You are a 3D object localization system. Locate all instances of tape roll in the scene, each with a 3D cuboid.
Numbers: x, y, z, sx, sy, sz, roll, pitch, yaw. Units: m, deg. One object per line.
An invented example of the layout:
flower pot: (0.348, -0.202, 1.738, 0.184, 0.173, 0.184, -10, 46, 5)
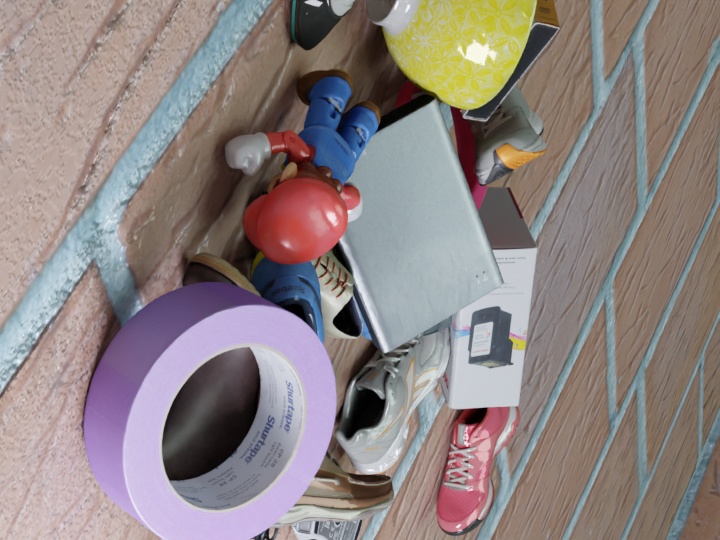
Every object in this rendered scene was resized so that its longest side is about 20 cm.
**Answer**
tape roll: (-0.116, 0.114, 1.394, 0.199, 0.065, 0.202, -15, 115, -34)

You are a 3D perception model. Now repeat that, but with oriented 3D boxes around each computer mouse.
computer mouse: (-0.053, 0.239, 1.779, 0.200, 0.043, 0.111, 45, 59, -59)

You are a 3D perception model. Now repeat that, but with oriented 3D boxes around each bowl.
bowl: (0.068, -0.255, 1.611, 0.107, 0.200, 0.202, 7, 101, -24)

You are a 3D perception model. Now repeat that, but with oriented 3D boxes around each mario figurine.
mario figurine: (-0.054, -0.080, 1.497, 0.201, 0.122, 0.107, -68, 180, -46)

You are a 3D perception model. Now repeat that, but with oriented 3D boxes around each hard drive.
hard drive: (0.040, -0.044, 1.644, 0.139, 0.033, 0.201, -29, 114, -15)

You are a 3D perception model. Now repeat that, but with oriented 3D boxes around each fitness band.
fitness band: (0.084, -0.125, 1.756, 0.145, 0.037, 0.200, 67, 22, -17)

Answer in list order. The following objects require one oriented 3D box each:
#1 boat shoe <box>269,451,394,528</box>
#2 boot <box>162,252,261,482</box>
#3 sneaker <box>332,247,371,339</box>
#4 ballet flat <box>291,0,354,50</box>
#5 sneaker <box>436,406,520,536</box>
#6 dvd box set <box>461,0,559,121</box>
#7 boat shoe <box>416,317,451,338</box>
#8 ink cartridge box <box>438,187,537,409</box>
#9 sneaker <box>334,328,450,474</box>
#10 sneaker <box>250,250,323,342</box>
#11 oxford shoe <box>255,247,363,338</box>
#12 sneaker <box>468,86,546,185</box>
boat shoe: (-0.045, 0.199, 1.666, 0.199, 0.075, 0.073, 2, 87, -45)
boot: (-0.136, 0.105, 1.445, 0.167, 0.072, 0.201, -51, 142, -34)
sneaker: (0.000, 0.000, 1.735, 0.078, 0.066, 0.201, -16, 143, -19)
ballet flat: (-0.015, -0.276, 1.475, 0.068, 0.068, 0.202, -36, 137, -57)
sneaker: (0.131, 0.229, 2.207, 0.087, 0.073, 0.202, 50, 54, -48)
dvd box set: (0.124, -0.263, 1.656, 0.147, 0.029, 0.202, 128, -38, -48)
boat shoe: (0.061, -0.032, 1.777, 0.073, 0.061, 0.202, -157, -115, -72)
ink cartridge box: (0.131, 0.030, 1.942, 0.146, 0.082, 0.202, -106, -163, -59)
sneaker: (0.033, 0.111, 1.861, 0.202, 0.075, 0.092, -69, 153, -16)
sneaker: (-0.063, 0.072, 1.550, 0.079, 0.065, 0.201, -103, -172, -47)
oxford shoe: (-0.040, -0.005, 1.593, 0.071, 0.073, 0.200, -62, 154, -21)
sneaker: (0.129, -0.148, 1.733, 0.093, 0.075, 0.200, 60, 10, -11)
